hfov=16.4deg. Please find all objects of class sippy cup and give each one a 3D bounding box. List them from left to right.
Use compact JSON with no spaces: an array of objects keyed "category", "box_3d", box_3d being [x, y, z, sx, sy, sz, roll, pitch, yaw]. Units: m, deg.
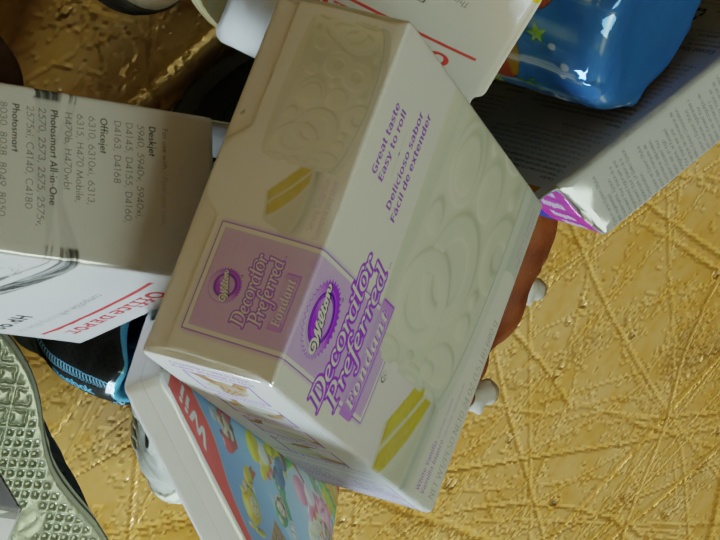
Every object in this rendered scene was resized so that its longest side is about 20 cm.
[{"category":"sippy cup","box_3d":[0.080,-0.139,1.113,0.140,0.130,0.178,-10,124,-61]}]

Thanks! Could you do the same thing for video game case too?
[{"category":"video game case","box_3d":[-0.046,0.058,1.035,0.017,0.200,0.143,-20,112,13]}]

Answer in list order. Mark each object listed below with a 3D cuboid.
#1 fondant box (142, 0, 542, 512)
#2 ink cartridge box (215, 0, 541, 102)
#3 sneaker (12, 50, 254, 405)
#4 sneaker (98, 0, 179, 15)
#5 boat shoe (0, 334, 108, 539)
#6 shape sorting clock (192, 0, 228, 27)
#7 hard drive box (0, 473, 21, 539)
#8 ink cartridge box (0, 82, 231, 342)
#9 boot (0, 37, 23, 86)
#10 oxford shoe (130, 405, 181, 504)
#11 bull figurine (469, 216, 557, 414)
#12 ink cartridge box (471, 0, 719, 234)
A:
[{"category":"fondant box","box_3d":[0.000,0.000,0.979,0.145,0.058,0.200,-70,156,-11]},{"category":"ink cartridge box","box_3d":[0.026,-0.146,0.987,0.200,0.117,0.067,-58,-172,53]},{"category":"sneaker","box_3d":[-0.070,-0.022,1.161,0.200,0.082,0.073,-49,143,-5]},{"category":"sneaker","box_3d":[-0.057,-0.193,0.935,0.076,0.115,0.201,-4,101,-43]},{"category":"boat shoe","box_3d":[-0.176,0.084,1.162,0.075,0.062,0.200,-35,127,-13]},{"category":"shape sorting clock","box_3d":[-0.016,-0.194,1.086,0.200,0.039,0.200,-39,147,-32]},{"category":"hard drive box","box_3d":[-0.267,0.131,1.046,0.200,0.077,0.156,13,112,-36]},{"category":"ink cartridge box","box_3d":[-0.133,-0.021,0.951,0.199,0.116,0.067,8,72,-32]},{"category":"boot","box_3d":[-0.130,-0.153,0.900,0.200,0.064,0.186,-36,133,22]},{"category":"oxford shoe","box_3d":[-0.082,0.071,1.196,0.075,0.058,0.200,-60,-173,-9]},{"category":"bull figurine","box_3d":[0.066,0.000,1.310,0.200,0.065,0.121,-56,162,-17]},{"category":"ink cartridge box","box_3d":[0.087,-0.072,1.197,0.200,0.196,0.043,-38,116,-17]}]
